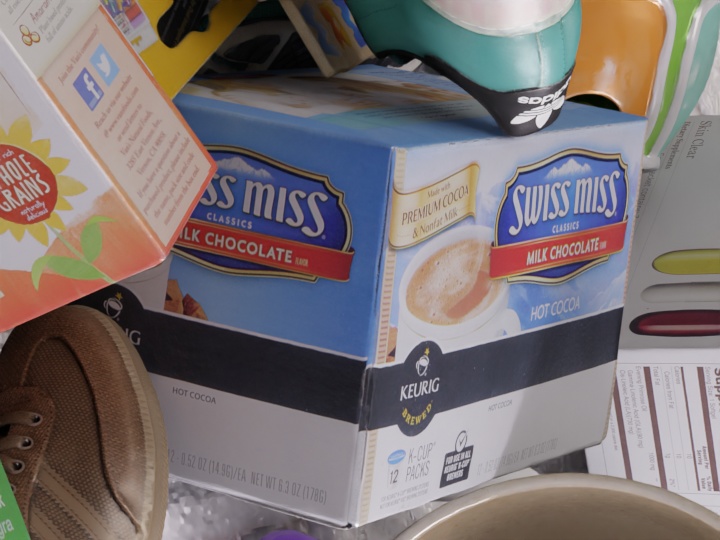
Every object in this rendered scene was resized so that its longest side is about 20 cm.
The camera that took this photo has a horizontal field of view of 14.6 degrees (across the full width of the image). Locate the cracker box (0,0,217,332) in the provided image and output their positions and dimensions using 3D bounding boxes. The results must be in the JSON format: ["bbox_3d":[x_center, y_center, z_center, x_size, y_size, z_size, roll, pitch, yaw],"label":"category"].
[{"bbox_3d":[-0.156,-0.071,0.860,0.200,0.133,0.058,55,33,-22],"label":"cracker box"}]

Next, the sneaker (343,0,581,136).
[{"bbox_3d":[0.010,-0.118,0.992,0.200,0.071,0.080,50,-25,42],"label":"sneaker"}]

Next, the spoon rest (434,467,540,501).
[{"bbox_3d":[0.075,0.128,1.166,0.200,0.060,0.100,41,41,-36],"label":"spoon rest"}]

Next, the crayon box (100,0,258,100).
[{"bbox_3d":[-0.119,-0.149,0.949,0.200,0.051,0.126,57,33,-15],"label":"crayon box"}]

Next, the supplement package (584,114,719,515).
[{"bbox_3d":[0.179,0.043,1.284,0.200,0.110,0.156,-63,147,-52],"label":"supplement package"}]

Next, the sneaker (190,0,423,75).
[{"bbox_3d":[-0.030,-0.101,1.156,0.080,0.077,0.200,49,26,7],"label":"sneaker"}]

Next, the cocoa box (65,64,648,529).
[{"bbox_3d":[0.000,0.000,1.019,0.200,0.133,0.132,-10,110,-59],"label":"cocoa box"}]

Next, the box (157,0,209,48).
[{"bbox_3d":[-0.118,-0.152,1.051,0.158,0.050,0.201,51,35,-27],"label":"box"}]

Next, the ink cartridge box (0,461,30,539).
[{"bbox_3d":[-0.193,0.009,0.740,0.083,0.146,0.201,-18,88,-60],"label":"ink cartridge box"}]

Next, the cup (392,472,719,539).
[{"bbox_3d":[0.086,0.179,1.054,0.143,0.199,0.201,30,42,-78],"label":"cup"}]

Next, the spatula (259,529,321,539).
[{"bbox_3d":[-0.058,0.150,0.940,0.200,0.056,0.021,-49,143,-39],"label":"spatula"}]

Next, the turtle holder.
[{"bbox_3d":[0.090,-0.107,1.288,0.140,0.185,0.133,-5,89,-23],"label":"turtle holder"}]

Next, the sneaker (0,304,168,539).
[{"bbox_3d":[-0.110,0.091,0.892,0.075,0.070,0.201,32,46,-43],"label":"sneaker"}]

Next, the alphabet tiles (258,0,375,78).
[{"bbox_3d":[-0.042,-0.148,1.031,0.167,0.006,0.200,59,12,-3],"label":"alphabet tiles"}]
